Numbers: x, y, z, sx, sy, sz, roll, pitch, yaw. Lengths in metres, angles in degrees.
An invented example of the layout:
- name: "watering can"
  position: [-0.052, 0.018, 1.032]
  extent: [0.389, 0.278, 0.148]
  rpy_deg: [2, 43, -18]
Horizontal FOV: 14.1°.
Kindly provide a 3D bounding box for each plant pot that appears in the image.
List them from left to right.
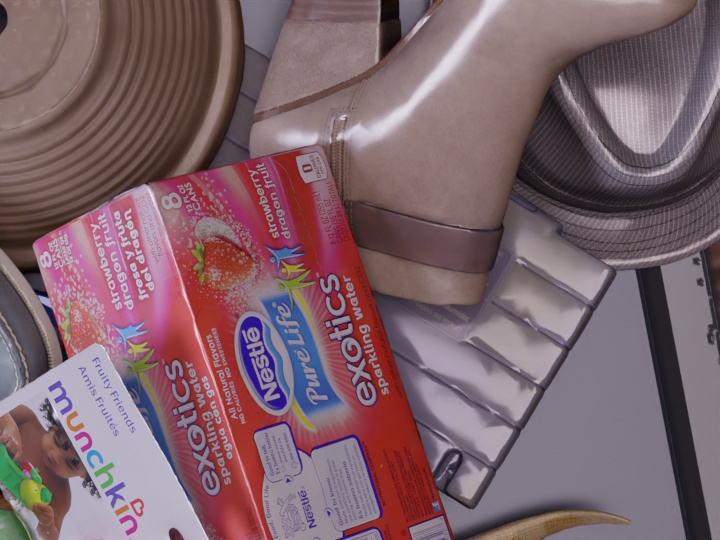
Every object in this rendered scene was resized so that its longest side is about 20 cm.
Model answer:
- name: "plant pot"
  position: [-0.153, -0.101, 1.258]
  extent: [0.200, 0.093, 0.202]
  rpy_deg: [0, 87, 3]

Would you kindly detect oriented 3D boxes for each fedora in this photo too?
- name: "fedora"
  position: [0.119, -0.100, 1.293]
  extent: [0.176, 0.090, 0.201]
  rpy_deg: [3, 90, -4]

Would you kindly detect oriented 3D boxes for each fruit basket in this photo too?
- name: "fruit basket"
  position: [-0.129, 0.150, 1.183]
  extent: [0.094, 0.200, 0.186]
  rpy_deg: [-26, 87, -47]

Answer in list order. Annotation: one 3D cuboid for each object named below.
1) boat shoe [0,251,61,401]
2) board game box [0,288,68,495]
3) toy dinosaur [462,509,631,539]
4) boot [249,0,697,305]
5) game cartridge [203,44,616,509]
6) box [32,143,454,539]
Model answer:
- name: "boat shoe"
  position: [-0.213, -0.005, 1.219]
  extent: [0.200, 0.062, 0.073]
  rpy_deg: [43, 119, 0]
- name: "board game box"
  position: [-0.195, 0.064, 1.291]
  extent: [0.199, 0.045, 0.135]
  rpy_deg: [16, 89, -4]
- name: "toy dinosaur"
  position: [0.017, 0.145, 1.313]
  extent: [0.200, 0.058, 0.101]
  rpy_deg: [-41, 107, -4]
- name: "boot"
  position: [0.046, -0.058, 1.233]
  extent: [0.199, 0.070, 0.147]
  rpy_deg: [5, 100, 27]
- name: "game cartridge"
  position: [0.000, 0.000, 1.297]
  extent: [0.199, 0.038, 0.130]
  rpy_deg: [32, 83, 9]
- name: "box"
  position: [-0.047, 0.059, 1.212]
  extent: [0.099, 0.095, 0.201]
  rpy_deg: [-16, 85, -42]
